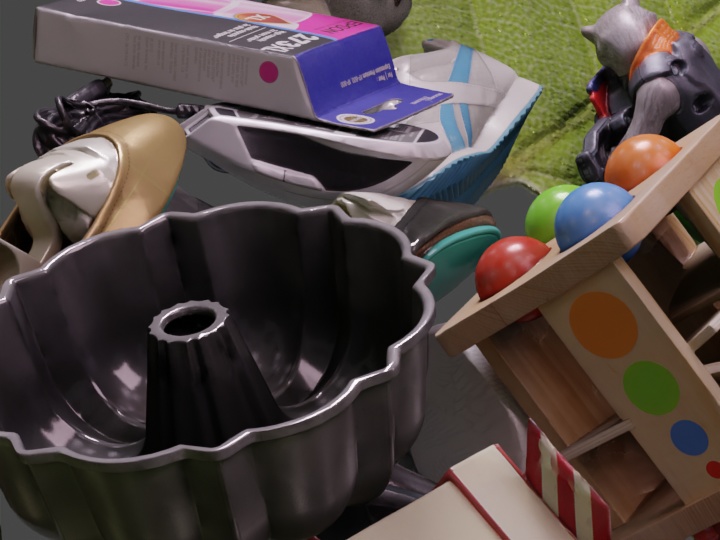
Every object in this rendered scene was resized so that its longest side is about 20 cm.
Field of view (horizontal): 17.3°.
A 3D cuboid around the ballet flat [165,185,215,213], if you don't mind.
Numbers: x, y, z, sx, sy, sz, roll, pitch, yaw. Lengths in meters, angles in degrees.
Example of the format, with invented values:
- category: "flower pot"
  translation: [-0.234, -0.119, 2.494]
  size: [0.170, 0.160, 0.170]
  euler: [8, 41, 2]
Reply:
- category: "ballet flat"
  translation: [-0.055, 0.015, 1.153]
  size: [0.200, 0.057, 0.067]
  euler: [32, 37, -14]

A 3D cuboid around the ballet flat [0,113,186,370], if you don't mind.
- category: "ballet flat"
  translation: [-0.141, -0.008, 1.042]
  size: [0.063, 0.069, 0.200]
  euler: [56, 51, -39]

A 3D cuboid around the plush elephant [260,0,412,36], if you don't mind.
- category: "plush elephant"
  translation: [-0.006, -0.194, 1.346]
  size: [0.155, 0.200, 0.165]
  euler: [44, 32, -28]

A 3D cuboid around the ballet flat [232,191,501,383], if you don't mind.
- category: "ballet flat"
  translation: [0.000, 0.000, 1.119]
  size: [0.068, 0.068, 0.200]
  euler: [41, 34, 8]

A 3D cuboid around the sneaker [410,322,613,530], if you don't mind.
- category: "sneaker"
  translation: [0.097, 0.108, 1.147]
  size: [0.088, 0.075, 0.200]
  euler: [-26, 82, -43]

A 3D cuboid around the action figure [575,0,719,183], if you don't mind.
- category: "action figure"
  translation: [0.219, -0.099, 1.454]
  size: [0.193, 0.105, 0.200]
  euler: [41, 38, -9]

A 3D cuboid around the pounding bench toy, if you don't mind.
- category: "pounding bench toy"
  translation: [0.155, 0.010, 1.120]
  size: [0.156, 0.124, 0.200]
  euler: [53, 41, -4]

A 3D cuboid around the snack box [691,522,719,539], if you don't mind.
- category: "snack box"
  translation: [0.250, 0.165, 1.143]
  size: [0.200, 0.068, 0.169]
  euler: [59, 25, -5]

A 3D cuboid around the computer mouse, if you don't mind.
- category: "computer mouse"
  translation: [-0.056, -0.058, 1.175]
  size: [0.200, 0.044, 0.110]
  euler: [9, 12, 7]

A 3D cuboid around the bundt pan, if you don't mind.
- category: "bundt pan"
  translation: [-0.062, 0.051, 0.958]
  size: [0.202, 0.076, 0.202]
  euler: [-9, 28, 5]

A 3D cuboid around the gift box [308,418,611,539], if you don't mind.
- category: "gift box"
  translation: [0.022, 0.180, 0.930]
  size: [0.187, 0.185, 0.200]
  euler: [-22, 71, -46]

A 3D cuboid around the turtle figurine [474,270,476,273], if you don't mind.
- category: "turtle figurine"
  translation: [0.120, 0.050, 1.221]
  size: [0.200, 0.101, 0.150]
  euler: [36, 41, -13]

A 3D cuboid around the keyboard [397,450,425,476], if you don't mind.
- category: "keyboard"
  translation: [-0.025, 0.059, 1.165]
  size: [0.200, 0.011, 0.056]
  euler: [36, 37, 1]

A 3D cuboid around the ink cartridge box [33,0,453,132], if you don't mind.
- category: "ink cartridge box"
  translation: [-0.059, -0.111, 1.215]
  size: [0.200, 0.037, 0.095]
  euler: [15, 21, 24]

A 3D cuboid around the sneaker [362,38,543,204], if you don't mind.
- category: "sneaker"
  translation: [0.031, -0.067, 1.300]
  size: [0.081, 0.077, 0.200]
  euler: [30, 30, 7]

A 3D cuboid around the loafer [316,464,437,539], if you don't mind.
- category: "loafer"
  translation: [-0.018, 0.099, 1.080]
  size: [0.200, 0.073, 0.072]
  euler: [19, 35, -23]
